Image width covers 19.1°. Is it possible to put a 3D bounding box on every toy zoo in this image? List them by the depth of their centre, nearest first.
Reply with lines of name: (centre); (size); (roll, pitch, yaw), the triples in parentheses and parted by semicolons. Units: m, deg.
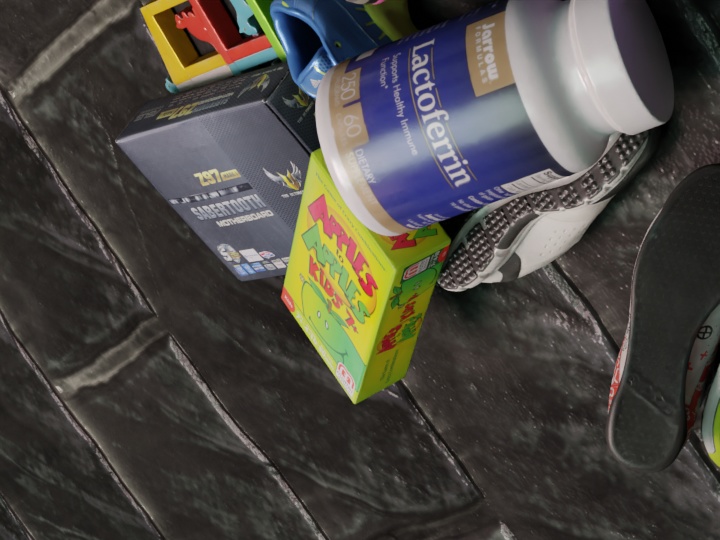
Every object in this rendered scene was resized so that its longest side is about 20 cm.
toy zoo: (-0.089, -0.157, 1.577); (0.200, 0.020, 0.132); (-12, 113, 52)

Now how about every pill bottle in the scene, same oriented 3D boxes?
pill bottle: (0.083, -0.103, 1.304); (0.199, 0.116, 0.116); (-20, 109, 25)

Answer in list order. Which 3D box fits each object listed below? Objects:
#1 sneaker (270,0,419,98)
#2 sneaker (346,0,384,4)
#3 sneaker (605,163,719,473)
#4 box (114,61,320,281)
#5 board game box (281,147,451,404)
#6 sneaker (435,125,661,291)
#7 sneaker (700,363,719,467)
sneaker: (0.013, -0.122, 1.422); (0.200, 0.105, 0.076); (49, 145, 3)
sneaker: (-0.058, -0.240, 1.342); (0.200, 0.087, 0.074); (52, 146, -4)
sneaker: (0.205, 0.024, 1.372); (0.067, 0.108, 0.202); (16, 101, 9)
box: (-0.069, -0.069, 1.581); (0.200, 0.051, 0.158); (-8, 128, 50)
board game box: (0.000, 0.000, 1.472); (0.102, 0.047, 0.200); (55, 157, 20)
sneaker: (0.128, -0.054, 1.401); (0.200, 0.080, 0.074); (-37, 64, 41)
sneaker: (0.269, 0.066, 1.341); (0.081, 0.074, 0.201); (28, 141, 24)
